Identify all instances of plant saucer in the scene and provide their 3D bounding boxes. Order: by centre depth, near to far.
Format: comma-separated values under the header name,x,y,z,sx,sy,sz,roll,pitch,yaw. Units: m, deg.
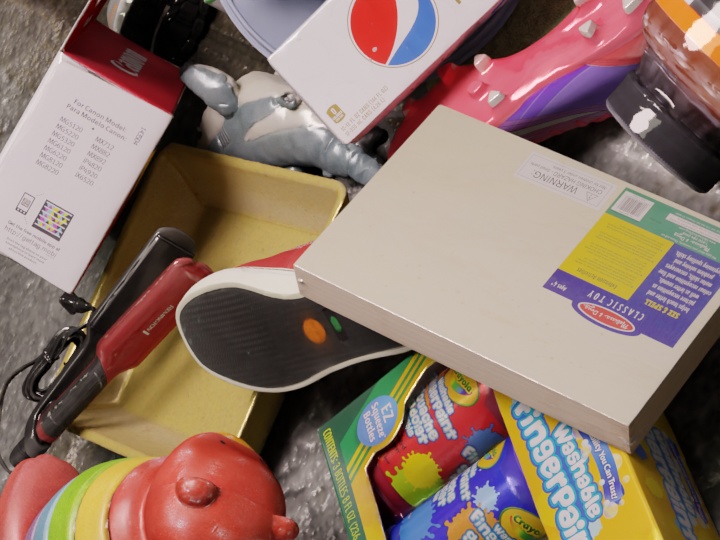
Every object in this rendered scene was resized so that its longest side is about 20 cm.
name,x,y,z,sx,sy,sz,roll,pitch,yaw
plant saucer,-0.093,0.030,1.292,0.200,0.048,0.200,16,80,49

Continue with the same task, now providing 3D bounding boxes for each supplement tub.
name,x,y,z,sx,sy,sz,roll,pitch,yaw
supplement tub,0.213,-0.133,1.023,0.200,0.107,0.107,-48,41,14

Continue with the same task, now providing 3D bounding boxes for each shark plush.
name,x,y,z,sx,sy,sz,roll,pitch,yaw
shark plush,-0.032,-0.075,1.305,0.200,0.091,0.084,19,107,35

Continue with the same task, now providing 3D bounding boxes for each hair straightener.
name,x,y,z,sx,sy,sz,roll,pitch,yaw
hair straightener,-0.170,0.050,1.302,0.200,0.041,0.077,-51,40,18

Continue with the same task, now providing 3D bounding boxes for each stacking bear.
name,x,y,z,sx,sy,sz,roll,pitch,yaw
stacking bear,-0.113,0.147,1.144,0.200,0.121,0.114,-29,34,49

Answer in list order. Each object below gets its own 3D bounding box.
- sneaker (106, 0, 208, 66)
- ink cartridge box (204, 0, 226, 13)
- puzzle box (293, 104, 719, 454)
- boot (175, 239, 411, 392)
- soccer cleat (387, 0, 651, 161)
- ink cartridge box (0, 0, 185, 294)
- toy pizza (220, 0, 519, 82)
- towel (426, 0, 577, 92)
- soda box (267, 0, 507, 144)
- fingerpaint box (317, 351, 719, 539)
name,x,y,z,sx,sy,sz,roll,pitch,yaw
sneaker,-0.120,-0.240,1.463,0.200,0.074,0.079,-54,35,8
ink cartridge box,-0.017,-0.268,1.338,0.146,0.083,0.201,-25,49,55
puzzle box,0.084,0.000,1.027,0.200,0.025,0.133,26,57,28
boot,0.000,0.000,1.171,0.200,0.073,0.144,-11,21,41
soccer cleat,0.103,-0.095,1.139,0.200,0.076,0.067,-33,37,29
ink cartridge box,-0.170,-0.098,1.341,0.176,0.084,0.200,-59,8,11
toy pizza,0.006,-0.204,1.208,0.199,0.032,0.201,0,91,8
towel,0.108,-0.172,1.211,0.200,0.036,0.149,-43,43,19
soda box,0.043,-0.161,1.154,0.200,0.068,0.064,-43,0,6
fingerpaint box,0.078,0.119,1.039,0.167,0.073,0.200,-39,44,22
